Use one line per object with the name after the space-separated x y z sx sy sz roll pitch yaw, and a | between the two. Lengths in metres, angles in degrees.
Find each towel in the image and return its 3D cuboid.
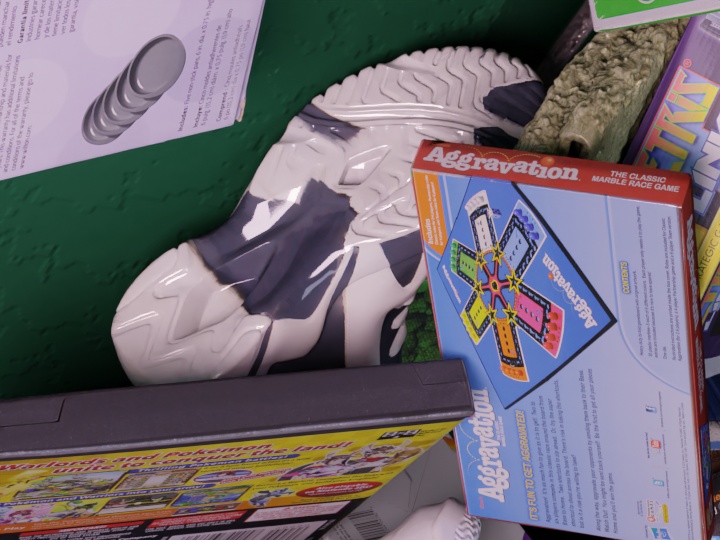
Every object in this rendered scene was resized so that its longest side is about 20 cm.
0.103 -0.054 1.189 0.200 0.036 0.149 -49 160 -40 | towel

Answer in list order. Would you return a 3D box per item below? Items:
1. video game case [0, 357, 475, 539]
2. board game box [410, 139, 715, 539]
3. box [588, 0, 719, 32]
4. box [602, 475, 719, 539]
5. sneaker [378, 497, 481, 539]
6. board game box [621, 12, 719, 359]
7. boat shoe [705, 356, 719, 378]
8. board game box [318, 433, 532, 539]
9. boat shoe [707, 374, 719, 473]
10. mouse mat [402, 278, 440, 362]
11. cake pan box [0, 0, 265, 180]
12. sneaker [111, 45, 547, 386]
-0.079 0.082 1.160 0.199 0.026 0.181 -4 161 -24 | video game case
0.080 0.033 1.127 0.201 0.102 0.020 80 24 -46 | board game box
0.169 -0.187 1.030 0.199 0.097 0.178 -11 94 -29 | box
0.182 0.138 1.472 0.199 0.046 0.159 -31 165 11 | box
-0.048 0.143 1.212 0.200 0.115 0.075 -44 169 -15 | sneaker
0.163 -0.064 1.195 0.201 0.056 0.165 -65 162 9 | board game box
0.157 0.018 1.362 0.199 0.057 0.068 -18 180 -41 | boat shoe
-0.008 0.183 1.370 0.103 0.105 0.201 -8 136 -37 | board game box
0.144 0.071 1.423 0.199 0.073 0.072 -6 150 -40 | boat shoe
0.066 0.006 1.320 0.199 0.008 0.161 6 126 -48 | mouse mat
-0.111 -0.116 0.977 0.183 0.052 0.201 -18 141 -31 | cake pan box
0.000 0.000 1.195 0.199 0.079 0.130 -45 156 -6 | sneaker
